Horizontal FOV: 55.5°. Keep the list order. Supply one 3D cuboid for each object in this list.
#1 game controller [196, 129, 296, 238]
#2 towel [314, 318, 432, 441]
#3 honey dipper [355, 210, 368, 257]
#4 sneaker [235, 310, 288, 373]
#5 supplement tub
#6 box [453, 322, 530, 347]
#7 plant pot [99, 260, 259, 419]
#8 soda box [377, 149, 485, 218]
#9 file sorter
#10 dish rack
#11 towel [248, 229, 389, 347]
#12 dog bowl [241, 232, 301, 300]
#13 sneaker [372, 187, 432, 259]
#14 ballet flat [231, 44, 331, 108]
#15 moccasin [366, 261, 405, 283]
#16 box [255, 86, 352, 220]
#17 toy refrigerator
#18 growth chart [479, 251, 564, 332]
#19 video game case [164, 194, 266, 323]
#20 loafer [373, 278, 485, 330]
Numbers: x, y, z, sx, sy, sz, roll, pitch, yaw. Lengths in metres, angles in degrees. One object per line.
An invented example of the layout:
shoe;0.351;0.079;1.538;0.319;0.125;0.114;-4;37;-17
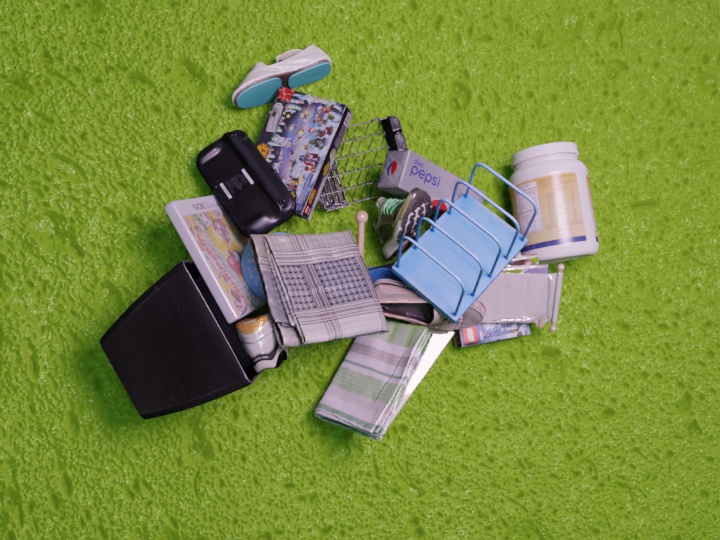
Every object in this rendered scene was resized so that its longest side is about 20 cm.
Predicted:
game controller;-0.191;-0.145;1.130;0.104;0.042;0.201;-37;68;-1
towel;0.019;0.168;1.131;0.031;0.148;0.202;50;60;-42
honey dipper;0.000;0.000;1.164;0.037;0.038;0.204;2;97;-12
sneaker;-0.147;0.110;1.087;0.075;0.200;0.089;-17;93;9
supplement tub;0.349;-0.119;1.248;0.142;0.144;0.204;-6;84;-13
box;0.223;0.028;1.247;0.135;0.040;0.204;-8;85;-13
plant pot;-0.276;0.117;1.058;0.176;0.200;0.201;-30;91;-1
soda box;0.127;-0.141;1.199;0.198;0.063;0.069;22;82;-36
file sorter;0.166;-0.050;1.091;0.138;0.123;0.200;39;69;18
dish rack;-0.002;-0.189;1.224;0.197;0.055;0.156;-15;85;-12
towel;-0.063;0.020;1.062;0.197;0.035;0.195;-5;64;-34
dog bowl;-0.100;-0.007;1.133;0.198;0.049;0.113;5;66;-40
sneaker;0.056;-0.092;1.159;0.076;0.200;0.089;-35;77;-25
ballet flat;-0.147;-0.346;1.209;0.198;0.069;0.070;-27;90;-19
moccasin;0.078;0.021;1.201;0.197;0.068;0.082;-8;100;11
box;-0.113;-0.201;1.167;0.135;0.040;0.203;19;83;21
toy refrigerator;0.073;0.167;1.191;0.076;0.070;0.201;37;76;1
growth chart;0.262;0.031;1.188;0.196;0.018;0.147;6;106;-7
video game case;-0.212;-0.027;1.099;0.023;0.182;0.202;-29;91;19
loafer;0.108;0.067;1.136;0.197;0.063;0.073;12;122;6
